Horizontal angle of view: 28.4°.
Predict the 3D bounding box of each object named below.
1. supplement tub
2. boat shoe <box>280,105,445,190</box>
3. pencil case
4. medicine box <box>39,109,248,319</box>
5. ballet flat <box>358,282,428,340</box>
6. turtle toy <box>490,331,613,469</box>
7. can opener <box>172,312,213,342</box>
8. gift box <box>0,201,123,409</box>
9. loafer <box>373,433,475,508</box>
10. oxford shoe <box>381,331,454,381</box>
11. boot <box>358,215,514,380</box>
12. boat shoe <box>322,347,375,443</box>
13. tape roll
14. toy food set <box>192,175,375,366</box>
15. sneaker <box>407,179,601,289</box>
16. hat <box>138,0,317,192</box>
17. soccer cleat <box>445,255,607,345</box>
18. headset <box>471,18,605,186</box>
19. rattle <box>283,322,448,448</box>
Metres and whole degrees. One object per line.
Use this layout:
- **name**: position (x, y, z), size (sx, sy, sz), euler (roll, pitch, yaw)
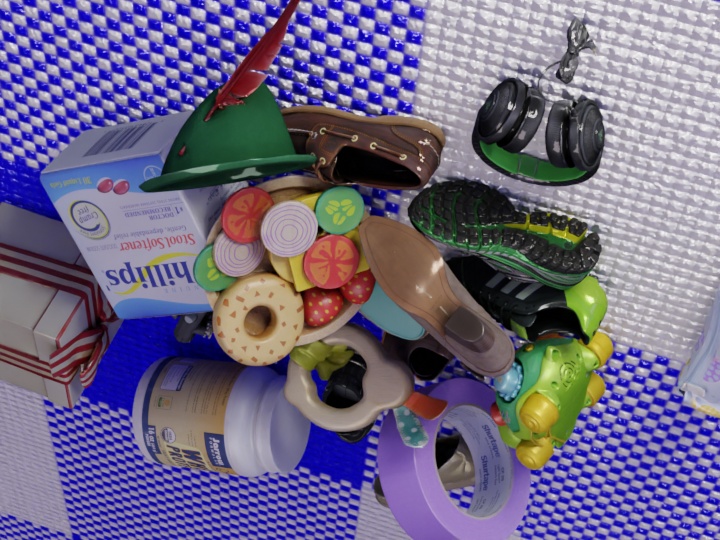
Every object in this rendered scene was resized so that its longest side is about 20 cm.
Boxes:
- **supplement tub**: position (-0.178, 0.190, 1.846), size (0.199, 0.145, 0.145), euler (4, 140, 23)
- **boat shoe**: position (-0.016, -0.120, 1.433), size (0.199, 0.070, 0.070), euler (4, 143, 25)
- **pencil case**: position (0.384, 0.068, 1.447), size (0.090, 0.083, 0.200), euler (-1, 142, -6)
- **medicine box**: position (-0.216, -0.059, 1.555), size (0.182, 0.103, 0.200), euler (-6, 122, 33)
- **ballet flat**: position (0.000, 0.000, 1.574), size (0.200, 0.065, 0.071), euler (39, 114, -4)
- **turtle toy**: position (0.202, 0.143, 1.609), size (0.101, 0.146, 0.200), euler (32, 148, 24)
- **can opener**: position (-0.187, 0.025, 1.710), size (0.078, 0.063, 0.200), euler (30, 144, -9)
- **gift box**: position (-0.389, 0.043, 1.739), size (0.186, 0.185, 0.200), euler (19, 150, 8)
- **loafer**: position (0.088, 0.253, 1.853), size (0.200, 0.076, 0.068), euler (-26, 122, 35)
- **oxford shoe**: position (0.063, 0.093, 1.647), size (0.071, 0.073, 0.200), euler (26, 154, -9)
- **boot**: position (0.081, 0.036, 1.492), size (0.200, 0.070, 0.146), euler (49, 179, 19)
- **boat shoe**: position (-0.016, 0.175, 1.807), size (0.074, 0.066, 0.200), euler (19, 144, 4)
- **tape roll**: position (0.114, 0.232, 1.699), size (0.066, 0.200, 0.200), euler (-22, 126, 43)
- **toy food set**: position (-0.074, -0.006, 1.487), size (0.199, 0.049, 0.198), euler (-18, 116, -9)
- **sneaker**: position (0.141, -0.026, 1.462), size (0.199, 0.078, 0.085), euler (21, 149, 4)
- **hat**: position (-0.130, -0.178, 1.379), size (0.199, 0.177, 0.166), euler (-10, 180, 1)
- **soccer cleat**: position (0.162, 0.032, 1.518), size (0.199, 0.081, 0.068), euler (9, 142, 22)
- **headset**: position (0.173, -0.147, 1.317), size (0.123, 0.094, 0.200), euler (16, 159, 2)
- **rattle**: position (0.021, 0.135, 1.652), size (0.199, 0.131, 0.143), euler (12, 168, 17)
